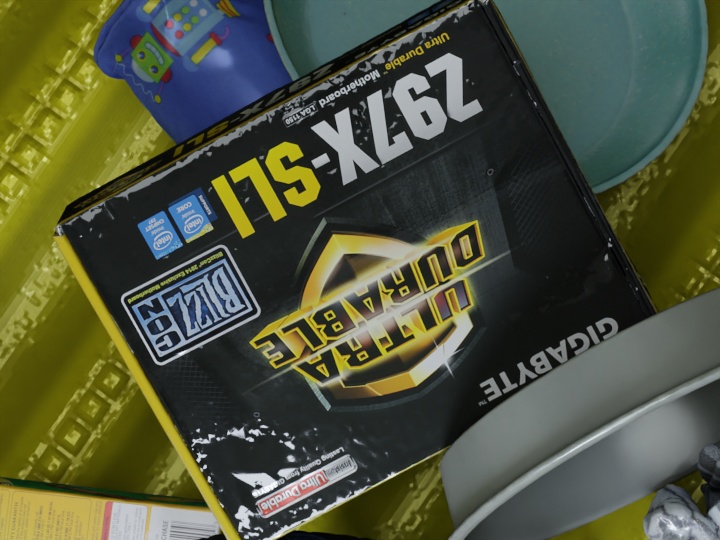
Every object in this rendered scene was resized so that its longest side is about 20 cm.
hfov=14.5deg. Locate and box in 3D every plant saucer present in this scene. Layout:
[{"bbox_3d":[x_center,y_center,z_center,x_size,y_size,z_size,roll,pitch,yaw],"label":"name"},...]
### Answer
[{"bbox_3d":[0.051,-0.110,1.226,0.200,0.036,0.200,6,64,-12],"label":"plant saucer"}]

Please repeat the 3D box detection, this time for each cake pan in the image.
[{"bbox_3d":[0.117,0.057,1.154,0.200,0.200,0.037,-29,76,6],"label":"cake pan"}]

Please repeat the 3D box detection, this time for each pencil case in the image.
[{"bbox_3d":[-0.025,-0.055,1.246,0.200,0.087,0.078,45,119,11],"label":"pencil case"}]

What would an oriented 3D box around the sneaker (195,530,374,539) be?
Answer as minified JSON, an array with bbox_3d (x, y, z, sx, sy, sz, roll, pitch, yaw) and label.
[{"bbox_3d":[0.005,0.156,1.196,0.200,0.076,0.077,9,97,-20],"label":"sneaker"}]

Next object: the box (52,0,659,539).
[{"bbox_3d":[0.000,0.000,1.146,0.200,0.049,0.160,-28,100,5],"label":"box"}]

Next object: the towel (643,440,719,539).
[{"bbox_3d":[0.209,0.143,1.149,0.086,0.166,0.200,-45,81,0],"label":"towel"}]

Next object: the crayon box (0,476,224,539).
[{"bbox_3d":[-0.122,0.195,1.234,0.119,0.058,0.200,6,86,10],"label":"crayon box"}]
